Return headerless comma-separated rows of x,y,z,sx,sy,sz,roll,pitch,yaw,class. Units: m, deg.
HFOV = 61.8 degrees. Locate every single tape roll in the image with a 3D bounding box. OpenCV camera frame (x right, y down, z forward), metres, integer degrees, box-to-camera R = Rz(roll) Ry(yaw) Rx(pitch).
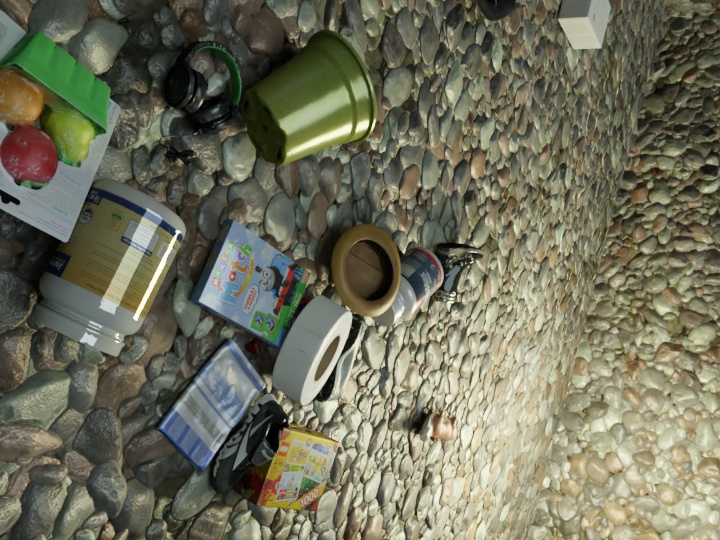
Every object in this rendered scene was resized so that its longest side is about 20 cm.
-0.092,0.155,1.178,0.205,0.069,0.204,-58,166,-23,tape roll

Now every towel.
-0.261,0.241,1.085,0.202,0.023,0.149,-53,136,-30,towel

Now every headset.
-0.239,-0.254,0.919,0.124,0.092,0.205,45,65,-48,headset

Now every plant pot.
-0.100,-0.279,1.039,0.182,0.198,0.205,-35,127,-27,plant pot

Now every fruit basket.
-0.397,-0.167,0.725,0.184,0.091,0.206,38,65,-50,fruit basket

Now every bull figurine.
0.228,0.441,1.746,0.198,0.064,0.125,30,79,-52,bull figurine

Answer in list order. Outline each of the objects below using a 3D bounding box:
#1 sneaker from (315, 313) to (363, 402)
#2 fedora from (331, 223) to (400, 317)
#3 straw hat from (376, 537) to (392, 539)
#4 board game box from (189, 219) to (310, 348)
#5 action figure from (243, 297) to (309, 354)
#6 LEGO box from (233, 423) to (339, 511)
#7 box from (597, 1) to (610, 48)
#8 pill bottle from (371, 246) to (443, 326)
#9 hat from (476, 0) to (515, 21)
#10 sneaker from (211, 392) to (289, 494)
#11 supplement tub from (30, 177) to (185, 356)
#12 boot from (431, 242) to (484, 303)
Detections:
-0.045,0.191,1.326,0.079,0.072,0.206,31,81,-60,sneaker
0.000,0.000,1.298,0.196,0.081,0.209,0,90,-39,fedora
-0.001,0.745,1.516,0.196,0.084,0.209,-12,110,-37,straw hat
-0.190,0.028,1.076,0.198,0.036,0.156,35,67,-39,board game box
-0.142,0.102,1.187,0.198,0.050,0.068,-28,116,-48,action figure
-0.147,0.400,1.234,0.199,0.075,0.153,33,74,-51,LEGO box
0.771,-0.884,2.064,0.198,0.104,0.158,22,83,-53,box
0.102,0.042,1.430,0.199,0.117,0.123,-39,128,-39,pill bottle
0.319,-0.734,1.536,0.196,0.079,0.209,-11,105,-42,hat
-0.201,0.334,1.119,0.203,0.089,0.067,-56,141,-11,sneaker
-0.339,-0.003,0.815,0.144,0.141,0.205,40,68,-49,supplement tub
0.269,0.006,1.680,0.200,0.072,0.160,0,103,-48,boot
